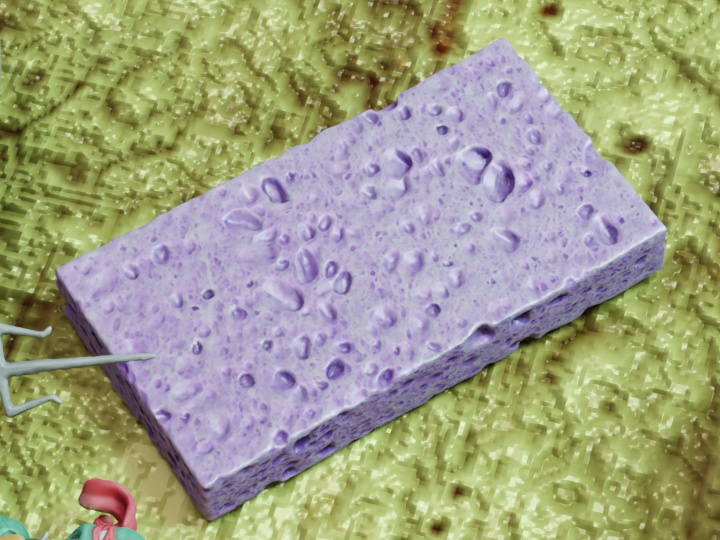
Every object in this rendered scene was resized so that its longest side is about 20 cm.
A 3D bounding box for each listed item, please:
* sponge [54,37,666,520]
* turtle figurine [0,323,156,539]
[{"bbox_3d":[0.000,0.000,0.966,0.200,0.030,0.112,-28,59,-14],"label":"sponge"},{"bbox_3d":[-0.142,0.112,0.862,0.200,0.101,0.150,-23,42,7],"label":"turtle figurine"}]
